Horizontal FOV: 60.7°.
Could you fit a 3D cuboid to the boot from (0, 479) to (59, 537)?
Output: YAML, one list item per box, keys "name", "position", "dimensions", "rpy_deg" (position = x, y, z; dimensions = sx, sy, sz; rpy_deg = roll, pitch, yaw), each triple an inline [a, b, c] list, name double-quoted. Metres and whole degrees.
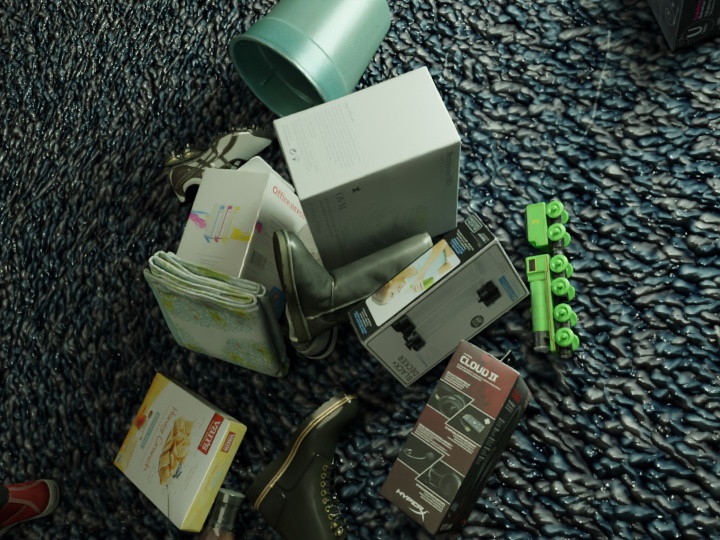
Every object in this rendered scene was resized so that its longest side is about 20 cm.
- name: "boot"
  position: [-0.576, 0.359, 0.914]
  dimensions: [0.196, 0.144, 0.074]
  rpy_deg: [-25, 65, 14]

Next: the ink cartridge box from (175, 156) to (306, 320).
- name: "ink cartridge box"
  position: [-0.168, -0.050, 0.900]
  dimensions: [0.122, 0.128, 0.205]
  rpy_deg: [8, 74, 26]

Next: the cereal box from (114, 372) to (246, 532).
- name: "cereal box"
  position: [-0.255, 0.244, 0.854]
  dimensions: [0.197, 0.039, 0.147]
  rpy_deg: [15, 77, 43]

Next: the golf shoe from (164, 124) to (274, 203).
- name: "golf shoe"
  position: [-0.223, -0.170, 1.007]
  dimensions: [0.195, 0.078, 0.097]
  rpy_deg: [-17, 83, 18]

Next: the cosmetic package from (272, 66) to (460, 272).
- name: "cosmetic package"
  position: [0.016, -0.115, 0.782]
  dimensions: [0.196, 0.200, 0.125]
  rpy_deg: [-21, 64, -2]

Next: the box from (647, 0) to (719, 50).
- name: "box"
  position: [0.421, -0.415, 0.783]
  dimensions: [0.112, 0.132, 0.205]
  rpy_deg: [-18, 65, 13]

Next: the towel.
- name: "towel"
  position: [-0.186, 0.066, 0.814]
  dimensions: [0.167, 0.202, 0.049]
  rpy_deg: [18, 57, 16]

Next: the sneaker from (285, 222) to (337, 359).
- name: "sneaker"
  position: [-0.068, 0.017, 0.862]
  dimensions: [0.075, 0.080, 0.205]
  rpy_deg: [-12, 66, 19]

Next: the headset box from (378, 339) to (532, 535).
- name: "headset box"
  position: [0.118, 0.180, 0.688]
  dimensions: [0.076, 0.149, 0.203]
  rpy_deg: [28, 83, 27]

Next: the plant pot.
- name: "plant pot"
  position: [-0.063, -0.346, 0.936]
  dimensions: [0.198, 0.201, 0.198]
  rpy_deg: [29, 76, 28]

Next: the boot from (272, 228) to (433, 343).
- name: "boot"
  position: [-0.001, -0.002, 0.755]
  dimensions: [0.195, 0.184, 0.073]
  rpy_deg: [-17, 48, -6]

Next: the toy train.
- name: "toy train"
  position: [0.234, 0.008, 0.764]
  dimensions: [0.055, 0.042, 0.206]
  rpy_deg: [-9, 68, 30]

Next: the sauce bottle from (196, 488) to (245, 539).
- name: "sauce bottle"
  position: [-0.196, 0.390, 0.793]
  dimensions: [0.064, 0.066, 0.205]
  rpy_deg: [8, 73, 24]

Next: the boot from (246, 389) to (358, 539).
- name: "boot"
  position: [-0.038, 0.266, 0.772]
  dimensions: [0.138, 0.077, 0.201]
  rpy_deg: [44, 104, 25]

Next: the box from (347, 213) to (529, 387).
- name: "box"
  position: [0.096, 0.041, 0.757]
  dimensions: [0.198, 0.117, 0.061]
  rpy_deg: [-37, 40, 7]
